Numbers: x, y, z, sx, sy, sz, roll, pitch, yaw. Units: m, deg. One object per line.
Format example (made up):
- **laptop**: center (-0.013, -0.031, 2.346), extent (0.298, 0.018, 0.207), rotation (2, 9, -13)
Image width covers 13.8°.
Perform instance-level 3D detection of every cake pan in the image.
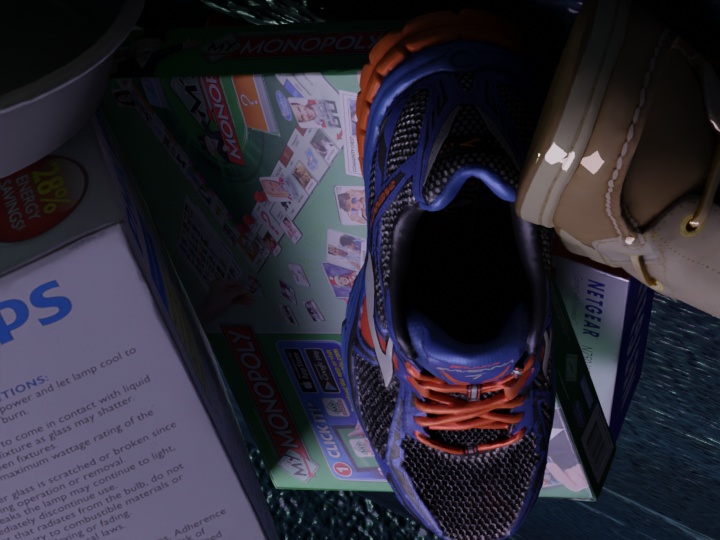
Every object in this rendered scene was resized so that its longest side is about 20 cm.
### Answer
- **cake pan**: center (-0.170, -0.077, 0.991), extent (0.200, 0.200, 0.037), rotation (20, 127, 30)

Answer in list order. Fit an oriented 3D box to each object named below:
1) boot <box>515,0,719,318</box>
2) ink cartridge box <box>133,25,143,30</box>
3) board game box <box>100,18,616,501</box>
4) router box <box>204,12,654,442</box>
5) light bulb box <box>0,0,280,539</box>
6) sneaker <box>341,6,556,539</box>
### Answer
- **boot**: center (0.129, -0.014, 0.864), extent (0.155, 0.073, 0.200), rotation (23, 174, 13)
- **ink cartridge box**: center (-0.073, -0.068, 1.213), extent (0.200, 0.045, 0.176), rotation (25, 158, -6)
- **board game box**: center (0.000, 0.000, 1.050), extent (0.134, 0.029, 0.200), rotation (1, 132, 28)
- **router box**: center (0.022, -0.005, 1.140), extent (0.179, 0.049, 0.200), rotation (20, 158, 9)
- **light bulb box**: center (-0.126, 0.022, 1.085), extent (0.198, 0.124, 0.200), rotation (-114, 1, -51)
- **sneaker**: center (0.029, 0.017, 0.964), extent (0.075, 0.079, 0.200), rotation (-7, 127, 0)
